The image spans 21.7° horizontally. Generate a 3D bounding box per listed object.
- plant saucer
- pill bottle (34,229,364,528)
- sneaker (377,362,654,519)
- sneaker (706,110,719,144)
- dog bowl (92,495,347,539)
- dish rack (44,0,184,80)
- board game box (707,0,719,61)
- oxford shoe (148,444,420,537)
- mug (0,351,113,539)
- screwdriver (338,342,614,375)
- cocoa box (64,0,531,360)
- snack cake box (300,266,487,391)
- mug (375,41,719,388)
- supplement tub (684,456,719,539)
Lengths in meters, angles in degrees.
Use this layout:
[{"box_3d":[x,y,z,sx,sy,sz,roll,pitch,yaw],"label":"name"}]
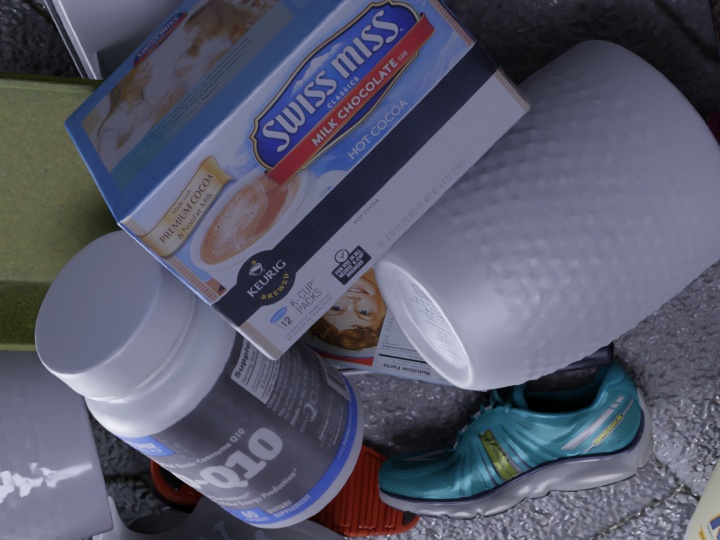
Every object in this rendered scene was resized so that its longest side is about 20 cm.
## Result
[{"box_3d":[-0.179,-0.041,1.112,0.198,0.048,0.201,2,130,-23],"label":"plant saucer"},{"box_3d":[-0.095,0.066,1.128,0.113,0.115,0.200,-26,137,24],"label":"pill bottle"},{"box_3d":[0.103,0.115,1.303,0.198,0.078,0.080,-17,110,11],"label":"sneaker"},{"box_3d":[0.272,-0.042,1.139,0.197,0.074,0.088,3,125,-5],"label":"sneaker"},{"box_3d":[-0.102,0.218,1.350,0.198,0.059,0.201,9,156,4],"label":"dog bowl"},{"box_3d":[-0.097,-0.173,1.078,0.198,0.044,0.173,-12,128,13],"label":"dish rack"},{"box_3d":[0.283,-0.087,1.011,0.158,0.201,0.097,-14,129,10],"label":"board game box"},{"box_3d":[-0.055,0.155,1.353,0.198,0.072,0.073,13,157,-7],"label":"oxford shoe"},{"box_3d":[-0.270,0.124,1.267,0.173,0.200,0.149,-14,91,-11],"label":"mug"},{"box_3d":[0.073,0.064,1.271,0.198,0.029,0.028,-9,130,5],"label":"screwdriver"},{"box_3d":[-0.037,-0.084,1.009,0.200,0.134,0.131,-44,125,4],"label":"cocoa box"},{"box_3d":[0.000,0.000,1.202,0.198,0.068,0.116,11,132,-5],"label":"snack cake box"},{"box_3d":[0.087,-0.032,1.080,0.175,0.200,0.148,-36,133,-16],"label":"mug"},{"box_3d":[0.302,0.172,1.274,0.143,0.146,0.201,10,130,-5],"label":"supplement tub"}]
